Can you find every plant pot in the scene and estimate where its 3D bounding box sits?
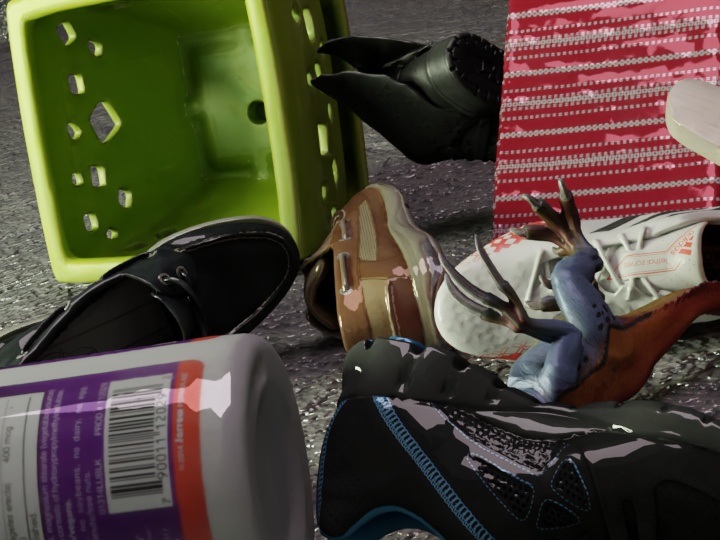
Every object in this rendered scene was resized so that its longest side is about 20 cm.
[{"bbox_3d":[-0.102,-0.108,1.388,0.198,0.201,0.181,-5,8,24],"label":"plant pot"}]

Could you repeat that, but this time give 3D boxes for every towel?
[{"bbox_3d":[0.152,-0.095,1.214,0.144,0.201,0.022,-6,-28,23],"label":"towel"}]

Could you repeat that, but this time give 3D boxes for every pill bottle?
[{"bbox_3d":[-0.125,0.091,0.776,0.199,0.112,0.111,-8,14,11],"label":"pill bottle"}]

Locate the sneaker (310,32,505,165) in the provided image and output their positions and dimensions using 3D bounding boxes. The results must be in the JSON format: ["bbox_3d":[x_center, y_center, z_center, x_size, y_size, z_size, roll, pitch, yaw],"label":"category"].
[{"bbox_3d":[0.071,-0.100,1.328,0.104,0.199,0.060,-21,48,45],"label":"sneaker"}]

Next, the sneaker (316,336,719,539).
[{"bbox_3d":[0.078,0.088,0.749,0.199,0.082,0.073,11,-19,24],"label":"sneaker"}]

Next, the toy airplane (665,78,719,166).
[{"bbox_3d":[0.254,-0.034,0.901,0.199,0.142,0.200,3,33,-13],"label":"toy airplane"}]

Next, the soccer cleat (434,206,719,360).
[{"bbox_3d":[0.135,0.001,1.005,0.199,0.069,0.085,-9,-3,-9],"label":"soccer cleat"}]

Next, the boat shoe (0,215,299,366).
[{"bbox_3d":[-0.114,0.030,1.073,0.198,0.075,0.066,-21,13,-17],"label":"boat shoe"}]

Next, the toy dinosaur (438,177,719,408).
[{"bbox_3d":[0.091,0.039,0.881,0.199,0.106,0.182,1,35,0],"label":"toy dinosaur"}]

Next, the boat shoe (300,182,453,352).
[{"bbox_3d":[0.000,0.000,1.121,0.071,0.076,0.200,-15,13,-6],"label":"boat shoe"}]
